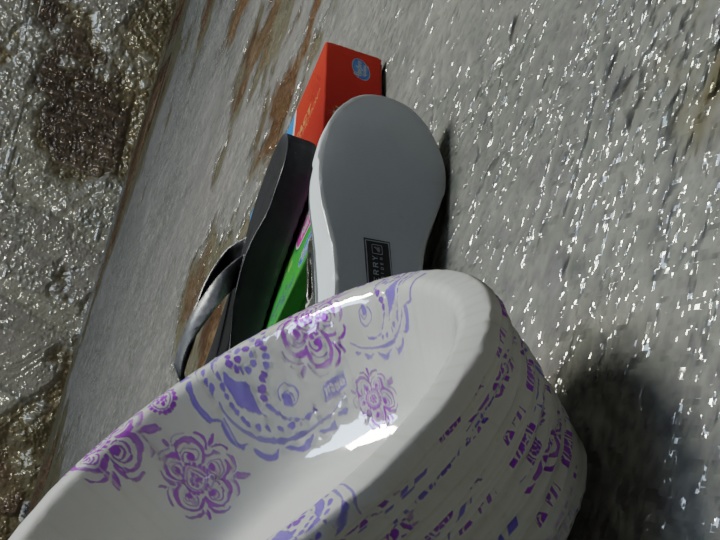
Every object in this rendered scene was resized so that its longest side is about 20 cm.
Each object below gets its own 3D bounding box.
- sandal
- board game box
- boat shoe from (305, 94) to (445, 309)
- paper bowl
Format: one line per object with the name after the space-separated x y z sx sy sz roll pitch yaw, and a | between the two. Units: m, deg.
-0.078 0.013 0.929 0.076 0.042 0.202 -131 58 -75 | sandal
-0.032 -0.023 0.968 0.201 0.040 0.154 -90 21 -51 | board game box
0.000 0.000 0.755 0.057 0.068 0.202 121 159 -47 | boat shoe
-0.018 0.097 0.511 0.199 0.105 0.201 -30 14 8 | paper bowl
